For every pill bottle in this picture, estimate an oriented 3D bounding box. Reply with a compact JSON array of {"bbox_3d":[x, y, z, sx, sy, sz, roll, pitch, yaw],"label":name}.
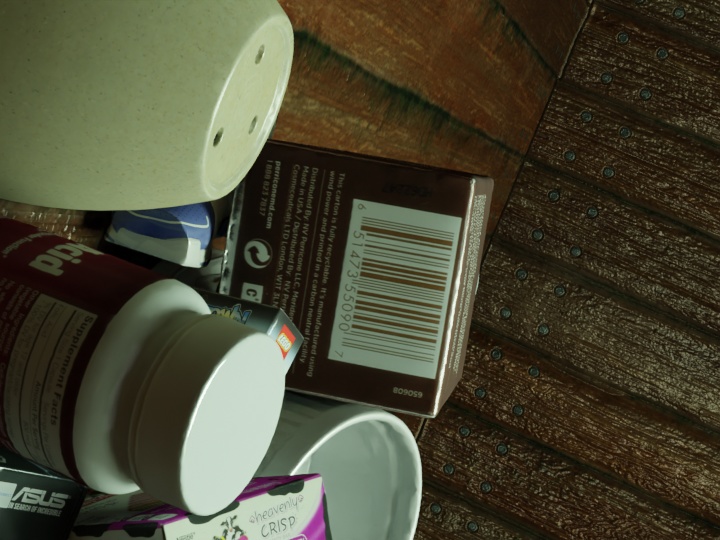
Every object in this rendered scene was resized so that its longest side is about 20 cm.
[{"bbox_3d":[-0.147,0.047,0.781,0.114,0.198,0.115,-47,147,-44],"label":"pill bottle"}]

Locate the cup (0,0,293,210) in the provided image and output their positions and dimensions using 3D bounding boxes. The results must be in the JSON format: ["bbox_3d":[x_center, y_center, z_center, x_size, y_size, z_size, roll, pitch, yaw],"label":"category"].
[{"bbox_3d":[-0.120,-0.111,0.783,0.202,0.142,0.201,-61,168,-23],"label":"cup"}]

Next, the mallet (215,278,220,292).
[{"bbox_3d":[-0.104,-0.020,1.180,0.041,0.065,0.202,83,26,-59],"label":"mallet"}]

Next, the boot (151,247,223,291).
[{"bbox_3d":[-0.115,0.034,1.205,0.074,0.095,0.200,-70,168,19],"label":"boot"}]

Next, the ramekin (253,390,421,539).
[{"bbox_3d":[-0.056,0.177,1.046,0.199,0.104,0.203,-29,128,-45],"label":"ramekin"}]

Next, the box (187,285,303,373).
[{"bbox_3d":[-0.141,0.057,0.883,0.111,0.198,0.035,-61,143,-23],"label":"box"}]

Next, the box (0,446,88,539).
[{"bbox_3d":[-0.249,0.160,0.761,0.199,0.043,0.162,25,89,-52],"label":"box"}]

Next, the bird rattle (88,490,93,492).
[{"bbox_3d":[-0.149,0.150,1.129,0.200,0.161,0.114,-107,-159,-87],"label":"bird rattle"}]

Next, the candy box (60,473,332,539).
[{"bbox_3d":[-0.133,0.167,0.894,0.136,0.198,0.062,-9,88,-51],"label":"candy box"}]

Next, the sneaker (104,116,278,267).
[{"bbox_3d":[-0.115,-0.078,1.063,0.199,0.080,0.117,-42,147,-72],"label":"sneaker"}]

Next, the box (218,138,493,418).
[{"bbox_3d":[0.000,0.000,1.083,0.200,0.162,0.168,-17,116,-81],"label":"box"}]
